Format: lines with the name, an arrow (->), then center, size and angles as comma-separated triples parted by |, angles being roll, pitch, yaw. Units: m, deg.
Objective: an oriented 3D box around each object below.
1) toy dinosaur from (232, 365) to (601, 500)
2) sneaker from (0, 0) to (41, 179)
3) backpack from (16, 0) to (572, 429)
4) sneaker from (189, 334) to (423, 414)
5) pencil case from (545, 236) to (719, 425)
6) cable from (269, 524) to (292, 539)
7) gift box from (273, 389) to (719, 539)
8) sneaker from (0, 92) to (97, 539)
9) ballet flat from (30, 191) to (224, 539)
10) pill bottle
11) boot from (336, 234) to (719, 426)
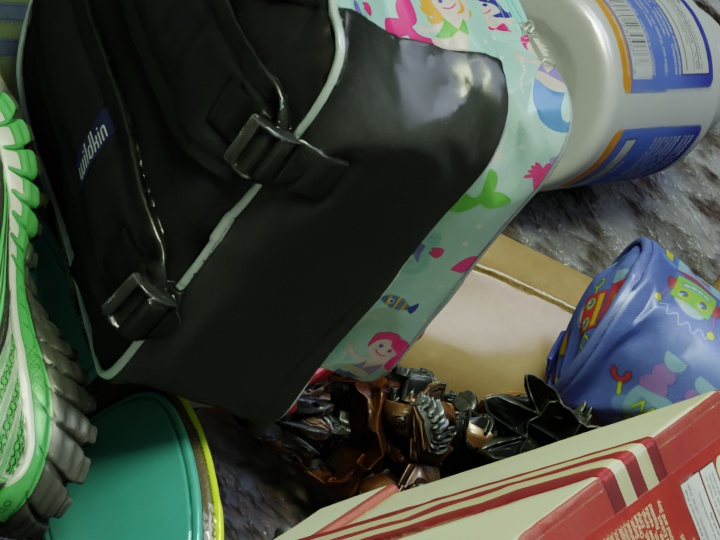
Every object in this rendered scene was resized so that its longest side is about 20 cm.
toy dinosaur -> 0.054, 0.075, 1.116 | 0.136, 0.199, 0.102 | -133, -141, -76
sneaker -> -0.110, -0.094, 1.111 | 0.200, 0.090, 0.067 | 54, -4, 27
backpack -> -0.032, -0.068, 0.992 | 0.150, 0.178, 0.200 | 12, 38, -39
sneaker -> 0.000, 0.000, 1.108 | 0.200, 0.085, 0.077 | -43, 132, -40
pencil case -> 0.164, 0.075, 1.171 | 0.200, 0.087, 0.078 | 39, 38, -5
cable -> 0.014, 0.161, 1.071 | 0.200, 0.050, 0.097 | 42, 6, -42
gift box -> 0.042, 0.157, 0.891 | 0.200, 0.186, 0.185 | -17, 87, -60
sneaker -> -0.153, -0.006, 0.970 | 0.085, 0.078, 0.200 | 18, 39, -45
ballet flat -> -0.087, 0.056, 1.012 | 0.200, 0.067, 0.067 | 63, 7, 31
pill bottle -> 0.122, -0.101, 1.501 | 0.112, 0.112, 0.200 | 55, 25, 13
boot -> 0.098, 0.011, 1.256 | 0.200, 0.066, 0.175 | 23, 45, -6
